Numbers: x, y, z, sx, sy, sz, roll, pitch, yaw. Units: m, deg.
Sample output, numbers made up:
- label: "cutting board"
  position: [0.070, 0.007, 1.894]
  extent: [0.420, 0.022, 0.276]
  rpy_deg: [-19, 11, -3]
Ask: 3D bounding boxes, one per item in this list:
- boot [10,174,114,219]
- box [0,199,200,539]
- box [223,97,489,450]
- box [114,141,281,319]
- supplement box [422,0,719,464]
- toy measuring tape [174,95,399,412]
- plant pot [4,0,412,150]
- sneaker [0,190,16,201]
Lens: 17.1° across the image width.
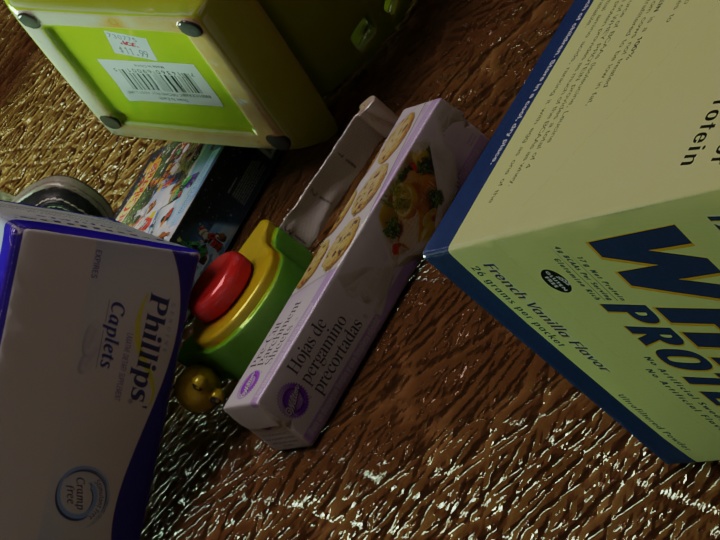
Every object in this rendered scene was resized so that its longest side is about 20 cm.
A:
- label: "boot"
  position: [-0.231, 0.044, 1.487]
  extent: [0.200, 0.073, 0.151]
  rpy_deg: [-42, 19, 39]
- label: "box"
  position: [-0.180, 0.060, 1.323]
  extent: [0.200, 0.105, 0.184]
  rpy_deg: [-163, 85, -69]
- label: "box"
  position: [0.000, 0.000, 1.230]
  extent: [0.200, 0.039, 0.041]
  rpy_deg: [-59, 20, -22]
- label: "box"
  position: [-0.133, -0.008, 1.534]
  extent: [0.137, 0.038, 0.200]
  rpy_deg: [-22, 34, 53]
- label: "supplement box"
  position: [0.163, -0.053, 0.828]
  extent: [0.200, 0.134, 0.200]
  rpy_deg: [-13, 41, 60]
- label: "toy measuring tape"
  position: [-0.033, -0.007, 1.273]
  extent: [0.200, 0.074, 0.074]
  rpy_deg: [-54, 20, -9]
- label: "plant pot"
  position: [-0.096, -0.187, 1.472]
  extent: [0.200, 0.199, 0.182]
  rpy_deg: [6, 61, 29]
- label: "sneaker"
  position: [-0.257, 0.010, 1.650]
  extent: [0.130, 0.079, 0.199]
  rpy_deg: [-57, -9, 17]
